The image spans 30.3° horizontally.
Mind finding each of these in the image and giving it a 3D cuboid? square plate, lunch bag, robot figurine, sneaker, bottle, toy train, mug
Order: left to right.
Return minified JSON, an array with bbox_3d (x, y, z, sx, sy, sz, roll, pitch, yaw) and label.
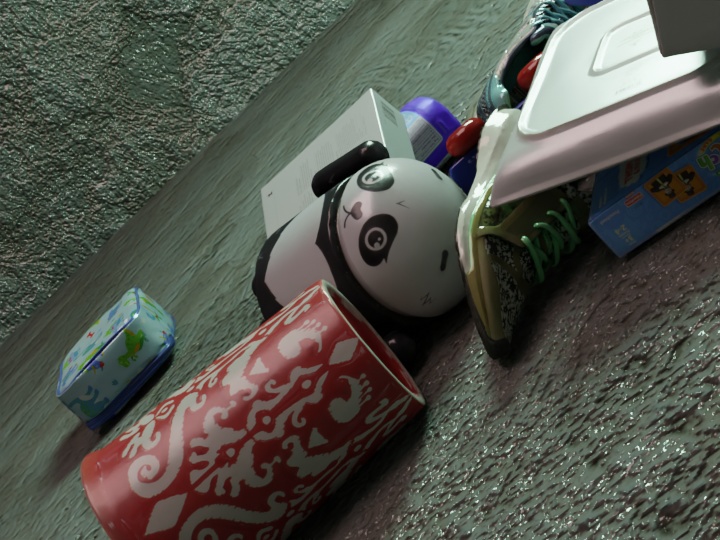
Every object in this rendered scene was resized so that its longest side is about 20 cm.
[{"bbox_3d":[-0.307,0.109,1.662,0.161,0.082,0.200,-45,14,-1],"label":"lunch bag"},{"bbox_3d":[-0.069,0.104,0.893,0.200,0.134,0.178,-41,16,5],"label":"mug"},{"bbox_3d":[-0.001,-0.002,0.987,0.200,0.151,0.125,-32,6,44],"label":"robot figurine"},{"bbox_3d":[0.014,-0.077,1.277,0.200,0.065,0.083,-48,13,-9],"label":"bottle"},{"bbox_3d":[0.115,-0.032,0.857,0.088,0.077,0.201,-2,51,21],"label":"sneaker"},{"bbox_3d":[0.163,-0.187,1.104,0.201,0.077,0.086,-60,0,-15],"label":"sneaker"},{"bbox_3d":[0.157,-0.125,0.993,0.200,0.085,0.116,-42,0,10],"label":"toy train"},{"bbox_3d":[0.177,-0.134,0.811,0.199,0.029,0.199,-20,29,36],"label":"square plate"}]

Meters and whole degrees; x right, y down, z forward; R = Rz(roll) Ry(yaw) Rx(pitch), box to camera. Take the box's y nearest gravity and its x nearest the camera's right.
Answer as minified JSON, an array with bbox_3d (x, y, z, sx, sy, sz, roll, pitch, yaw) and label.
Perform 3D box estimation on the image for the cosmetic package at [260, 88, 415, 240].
[{"bbox_3d":[-0.014,-0.044,1.163,0.150,0.052,0.201,-38,38,23],"label":"cosmetic package"}]

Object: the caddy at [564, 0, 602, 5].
[{"bbox_3d":[0.227,-0.283,1.026,0.198,0.106,0.142,-10,24,17],"label":"caddy"}]

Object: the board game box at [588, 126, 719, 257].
[{"bbox_3d":[0.228,-0.109,0.802,0.200,0.037,0.152,-36,18,30],"label":"board game box"}]

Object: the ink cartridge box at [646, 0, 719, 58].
[{"bbox_3d":[0.252,-0.197,0.712,0.198,0.084,0.146,-8,32,22],"label":"ink cartridge box"}]
